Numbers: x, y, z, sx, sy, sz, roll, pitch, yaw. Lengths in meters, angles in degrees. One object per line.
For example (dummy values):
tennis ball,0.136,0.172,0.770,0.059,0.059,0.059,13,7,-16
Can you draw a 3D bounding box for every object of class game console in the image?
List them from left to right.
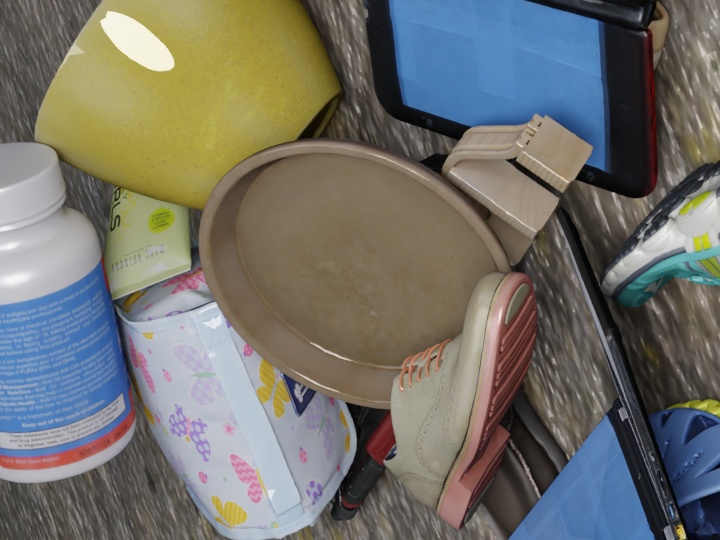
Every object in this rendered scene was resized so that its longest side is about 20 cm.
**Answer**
game console,0.047,-0.120,0.997,0.199,0.172,0.120,21,103,36

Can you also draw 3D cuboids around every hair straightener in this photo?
hair straightener,0.009,0.107,1.328,0.201,0.041,0.077,113,147,-49

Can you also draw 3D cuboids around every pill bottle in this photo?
pill bottle,-0.215,0.025,1.233,0.112,0.112,0.202,21,128,45

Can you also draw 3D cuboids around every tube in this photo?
tube,-0.145,-0.064,1.332,0.058,0.051,0.201,119,159,-46

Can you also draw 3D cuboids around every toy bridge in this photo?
toy bridge,0.079,-0.048,1.076,0.067,0.027,0.200,35,166,4

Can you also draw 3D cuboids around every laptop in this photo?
laptop,0.102,0.102,1.034,0.188,0.115,0.202,-97,-14,-69

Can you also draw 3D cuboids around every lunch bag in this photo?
lunch bag,-0.085,0.077,1.286,0.171,0.126,0.200,67,171,-14

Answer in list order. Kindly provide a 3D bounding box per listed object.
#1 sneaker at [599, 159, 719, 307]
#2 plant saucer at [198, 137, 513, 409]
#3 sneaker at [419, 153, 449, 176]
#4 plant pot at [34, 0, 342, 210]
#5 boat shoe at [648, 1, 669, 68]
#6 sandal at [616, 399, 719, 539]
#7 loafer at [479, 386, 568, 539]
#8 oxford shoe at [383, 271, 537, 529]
sneaker,0.195,-0.011,0.996,0.080,0.077,0.200,49,151,-6
plant saucer,0.000,0.000,1.126,0.198,0.030,0.201,12,132,14
sneaker,0.021,-0.007,1.230,0.093,0.075,0.200,60,150,1
plant pot,-0.096,-0.119,1.246,0.142,0.200,0.200,37,137,3
boat shoe,0.095,-0.177,1.053,0.200,0.073,0.069,44,134,17
sandal,0.195,0.123,1.040,0.199,0.086,0.080,4,110,60
loafer,0.075,0.113,1.205,0.073,0.071,0.201,-36,77,52
oxford shoe,0.051,0.070,1.096,0.073,0.071,0.201,27,135,15
